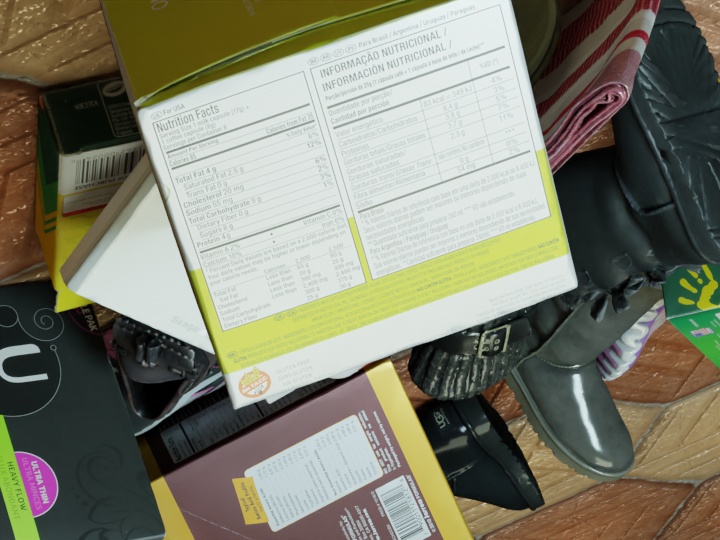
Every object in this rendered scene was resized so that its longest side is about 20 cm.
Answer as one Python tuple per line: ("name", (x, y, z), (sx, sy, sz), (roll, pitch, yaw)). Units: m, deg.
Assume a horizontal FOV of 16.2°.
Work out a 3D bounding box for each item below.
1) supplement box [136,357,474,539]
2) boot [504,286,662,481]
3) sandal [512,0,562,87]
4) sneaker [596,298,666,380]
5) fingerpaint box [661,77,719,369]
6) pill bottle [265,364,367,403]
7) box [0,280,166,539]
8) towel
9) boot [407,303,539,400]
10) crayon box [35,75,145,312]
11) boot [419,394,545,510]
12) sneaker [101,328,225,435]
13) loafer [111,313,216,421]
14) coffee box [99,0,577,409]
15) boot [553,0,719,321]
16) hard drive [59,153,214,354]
("supplement box", (-0.042, 0.175, 1.823), (0.199, 0.198, 0.133), (-27, -163, -5))
("boot", (0.188, 0.050, 1.926), (0.073, 0.182, 0.200), (-37, 174, -44))
("sandal", (0.031, -0.124, 1.558), (0.200, 0.080, 0.057), (-23, 141, 4))
("sneaker", (0.230, 0.016, 1.993), (0.088, 0.081, 0.200), (-18, 155, -25))
("fingerpaint box", (0.267, -0.023, 1.821), (0.073, 0.168, 0.200), (-13, 159, 20))
("pill bottle", (0.000, 0.000, 1.693), (0.200, 0.112, 0.112), (-33, 155, -3))
("box", (-0.239, 0.127, 1.690), (0.148, 0.201, 0.124), (-8, 152, -27))
("towel", (0.135, -0.128, 1.533), (0.023, 0.200, 0.144), (35, 132, -11))
("boot", (0.056, 0.029, 1.854), (0.210, 0.080, 0.158), (-6, 145, -31))
("crayon box", (-0.139, -0.052, 1.589), (0.126, 0.051, 0.200), (-13, 153, -16))
("boot", (0.056, 0.184, 2.180), (0.168, 0.077, 0.200), (-29, 147, 7))
("sneaker", (-0.127, 0.070, 1.818), (0.199, 0.081, 0.086), (-23, 166, 17))
("loafer", (-0.130, 0.057, 1.666), (0.063, 0.072, 0.200), (-61, 174, -12))
("coffee box", (-0.019, -0.085, 1.368), (0.199, 0.200, 0.198), (-19, 124, -3))
("boot", (0.171, -0.074, 1.676), (0.073, 0.199, 0.162), (-23, -176, -39))
("hard drive", (-0.072, -0.047, 1.521), (0.132, 0.026, 0.200), (25, 111, -35))
